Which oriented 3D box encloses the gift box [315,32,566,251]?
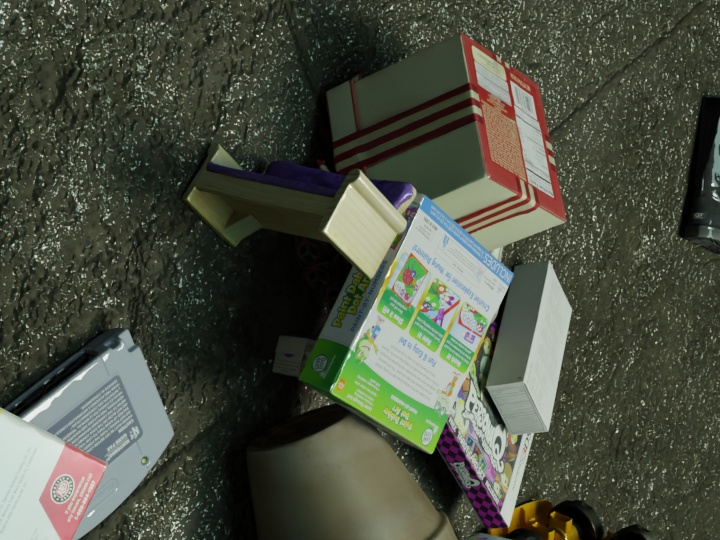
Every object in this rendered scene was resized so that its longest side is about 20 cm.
[{"bbox_3d":[0.077,-0.117,1.528,0.185,0.187,0.200,29,47,-49],"label":"gift box"}]

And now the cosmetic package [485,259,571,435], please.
[{"bbox_3d":[0.193,0.086,1.747,0.083,0.051,0.200,64,30,-34],"label":"cosmetic package"}]

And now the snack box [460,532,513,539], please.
[{"bbox_3d":[0.090,0.377,1.671,0.200,0.053,0.142,-7,99,-49],"label":"snack box"}]

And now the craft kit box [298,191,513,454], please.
[{"bbox_3d":[0.048,0.050,1.428,0.200,0.048,0.198,38,72,-52],"label":"craft kit box"}]

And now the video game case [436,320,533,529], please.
[{"bbox_3d":[0.136,0.157,1.715,0.200,0.036,0.181,60,36,-35],"label":"video game case"}]

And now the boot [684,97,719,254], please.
[{"bbox_3d":[0.519,-0.128,2.141,0.165,0.066,0.200,19,77,-51],"label":"boot"}]

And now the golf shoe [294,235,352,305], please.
[{"bbox_3d":[0.000,0.000,1.557,0.200,0.073,0.092,47,26,-35],"label":"golf shoe"}]

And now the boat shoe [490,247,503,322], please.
[{"bbox_3d":[0.115,-0.037,1.668,0.072,0.076,0.200,10,70,-17],"label":"boat shoe"}]

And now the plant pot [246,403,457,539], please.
[{"bbox_3d":[-0.025,0.228,1.473,0.200,0.200,0.174,-29,101,-43],"label":"plant pot"}]

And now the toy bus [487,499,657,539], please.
[{"bbox_3d":[0.251,0.388,1.799,0.136,0.200,0.192,-17,115,-46],"label":"toy bus"}]

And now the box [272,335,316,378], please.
[{"bbox_3d":[-0.009,0.103,1.569,0.200,0.041,0.039,19,81,-48],"label":"box"}]

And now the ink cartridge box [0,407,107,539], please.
[{"bbox_3d":[-0.315,0.164,1.152,0.200,0.083,0.145,35,73,-33],"label":"ink cartridge box"}]

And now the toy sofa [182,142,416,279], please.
[{"bbox_3d":[-0.055,-0.067,1.371,0.083,0.200,0.098,45,68,-42],"label":"toy sofa"}]

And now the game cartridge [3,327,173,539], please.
[{"bbox_3d":[-0.248,0.156,1.302,0.200,0.041,0.133,-40,120,-38],"label":"game cartridge"}]
